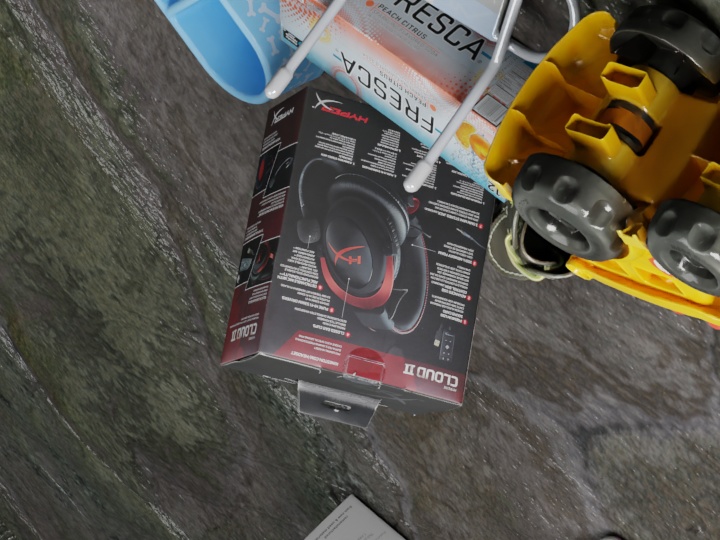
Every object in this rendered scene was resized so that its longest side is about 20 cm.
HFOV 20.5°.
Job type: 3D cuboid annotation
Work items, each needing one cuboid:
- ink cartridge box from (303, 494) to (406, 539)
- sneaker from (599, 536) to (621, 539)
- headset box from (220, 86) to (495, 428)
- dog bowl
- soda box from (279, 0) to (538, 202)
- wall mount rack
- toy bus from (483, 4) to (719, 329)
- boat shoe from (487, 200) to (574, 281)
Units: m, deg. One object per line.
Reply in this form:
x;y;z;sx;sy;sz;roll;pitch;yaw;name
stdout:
0.037;0.333;1.917;0.200;0.084;0.146;38;154;21;ink cartridge box
0.176;0.286;1.619;0.080;0.088;0.200;42;156;10;sneaker
0.000;0.000;1.301;0.148;0.201;0.075;15;166;-22;headset box
-0.106;-0.204;1.412;0.200;0.050;0.111;54;155;-12;dog bowl
0.040;-0.133;1.261;0.200;0.064;0.069;39;154;22;soda box
0.027;-0.157;1.187;0.200;0.074;0.174;36;129;25;wall mount rack
0.196;-0.029;1.097;0.200;0.136;0.192;22;158;40;toy bus
0.124;-0.029;1.275;0.072;0.060;0.202;50;155;-4;boat shoe
